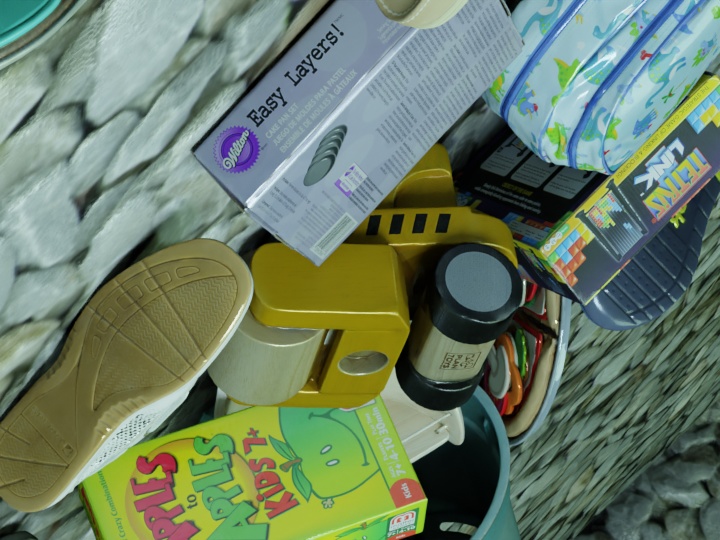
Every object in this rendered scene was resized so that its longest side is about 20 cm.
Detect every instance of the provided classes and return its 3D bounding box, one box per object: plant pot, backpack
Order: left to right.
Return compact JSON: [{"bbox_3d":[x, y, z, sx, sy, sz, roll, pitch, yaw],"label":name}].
[{"bbox_3d":[0.036,0.198,1.857,0.200,0.200,0.196,-43,144,-12],"label":"plant pot"},{"bbox_3d":[0.162,-0.158,1.546,0.199,0.154,0.163,-32,171,0],"label":"backpack"}]

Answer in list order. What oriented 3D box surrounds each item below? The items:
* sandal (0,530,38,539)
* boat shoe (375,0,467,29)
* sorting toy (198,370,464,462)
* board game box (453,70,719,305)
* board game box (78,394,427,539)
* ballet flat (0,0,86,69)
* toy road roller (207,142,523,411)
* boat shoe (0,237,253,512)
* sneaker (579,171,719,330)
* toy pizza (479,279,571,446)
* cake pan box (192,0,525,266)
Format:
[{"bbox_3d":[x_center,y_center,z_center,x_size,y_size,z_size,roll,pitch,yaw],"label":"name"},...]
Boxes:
[{"bbox_3d":[-0.250,0.247,1.573,0.080,0.057,0.201,-26,155,-53],"label":"sandal"},{"bbox_3d":[0.031,-0.189,1.195,0.065,0.072,0.201,-26,154,-32],"label":"boat shoe"},{"bbox_3d":[-0.038,0.083,1.682,0.199,0.107,0.181,-29,148,-19],"label":"sorting toy"},{"bbox_3d":[0.152,-0.068,1.678,0.165,0.057,0.200,-43,-159,-7],"label":"board game box"},{"bbox_3d":[-0.069,0.144,1.576,0.199,0.102,0.048,-18,151,-14],"label":"board game box"},{"bbox_3d":[-0.121,-0.116,0.949,0.200,0.067,0.064,-43,163,-20],"label":"ballet flat"},{"bbox_3d":[0.000,0.000,1.565,0.198,0.147,0.123,-1,150,-14],"label":"toy road roller"},{"bbox_3d":[-0.128,0.053,1.392,0.200,0.071,0.069,-43,169,20],"label":"boat shoe"},{"bbox_3d":[0.189,-0.031,1.717,0.082,0.074,0.201,-16,-148,44],"label":"sneaker"},{"bbox_3d":[0.105,0.027,1.819,0.031,0.201,0.201,3,144,-16],"label":"toy pizza"},{"bbox_3d":[0.005,-0.096,1.403,0.184,0.052,0.200,-45,166,3],"label":"cake pan box"}]
